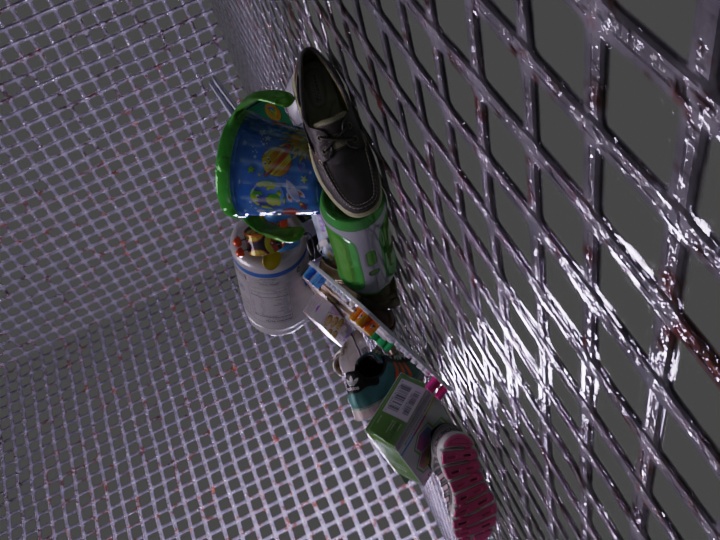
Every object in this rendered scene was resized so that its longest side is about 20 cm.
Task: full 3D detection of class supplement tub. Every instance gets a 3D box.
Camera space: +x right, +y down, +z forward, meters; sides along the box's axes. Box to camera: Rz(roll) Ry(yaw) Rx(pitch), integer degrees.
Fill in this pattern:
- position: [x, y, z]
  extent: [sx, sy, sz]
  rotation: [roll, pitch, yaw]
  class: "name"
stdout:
- position: [-0.150, 0.003, 1.423]
  extent: [0.202, 0.130, 0.133]
  rotation: [87, 160, -53]
  class: "supplement tub"

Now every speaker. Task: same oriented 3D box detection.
- position: [0.000, -0.044, 1.047]
  extent: [0.201, 0.087, 0.089]
  rotation: [76, 169, -63]
  class: "speaker"

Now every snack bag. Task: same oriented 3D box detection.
- position: [-0.171, -0.203, 1.358]
  extent: [0.201, 0.021, 0.189]
  rotation: [56, 177, 23]
  class: "snack bag"

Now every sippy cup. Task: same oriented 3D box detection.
- position: [-0.098, -0.127, 1.035]
  extent: [0.178, 0.128, 0.142]
  rotation: [62, -142, -68]
  class: "sippy cup"

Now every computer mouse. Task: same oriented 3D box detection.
- position: [-0.088, -0.238, 1.308]
  extent: [0.201, 0.043, 0.111]
  rotation: [74, 171, -59]
  class: "computer mouse"

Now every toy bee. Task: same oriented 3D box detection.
- position: [-0.146, -0.064, 1.249]
  extent: [0.200, 0.107, 0.134]
  rotation: [-175, 70, -76]
  class: "toy bee"

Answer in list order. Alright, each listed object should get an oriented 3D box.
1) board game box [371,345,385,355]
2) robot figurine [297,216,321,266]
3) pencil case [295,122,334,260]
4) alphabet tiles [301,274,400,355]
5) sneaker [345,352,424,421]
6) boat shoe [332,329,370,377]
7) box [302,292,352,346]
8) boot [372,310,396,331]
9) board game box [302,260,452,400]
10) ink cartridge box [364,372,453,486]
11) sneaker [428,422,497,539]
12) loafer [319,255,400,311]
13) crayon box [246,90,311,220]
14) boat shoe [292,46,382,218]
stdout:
- position: [0.086, 0.220, 1.429]
  extent: [0.201, 0.023, 0.105]
  rotation: [53, 175, -2]
  class: "board game box"
- position: [-0.113, -0.089, 1.522]
  extent: [0.201, 0.147, 0.126]
  rotation: [66, -167, -49]
  class: "robot figurine"
- position: [-0.045, -0.113, 1.163]
  extent: [0.084, 0.089, 0.202]
  rotation: [-114, 4, -57]
  class: "pencil case"
- position: [-0.015, 0.077, 1.374]
  extent: [0.199, 0.015, 0.196]
  rotation: [39, 171, 19]
  class: "alphabet tiles"
- position: [0.040, 0.157, 1.276]
  extent: [0.199, 0.070, 0.081]
  rotation: [-30, -76, -59]
  class: "sneaker"
- position: [-0.017, 0.152, 1.432]
  extent: [0.200, 0.069, 0.072]
  rotation: [-162, 48, -86]
  class: "boat shoe"
- position: [-0.053, 0.086, 1.408]
  extent: [0.038, 0.042, 0.200]
  rotation: [36, 172, 16]
  class: "box"
- position: [-0.001, -0.007, 1.397]
  extent: [0.187, 0.064, 0.202]
  rotation: [52, 160, 30]
  class: "boot"
- position: [0.020, 0.084, 1.156]
  extent: [0.200, 0.026, 0.200]
  rotation: [44, 176, -32]
  class: "board game box"
- position: [0.087, 0.253, 1.243]
  extent: [0.059, 0.105, 0.201]
  rotation: [20, 154, 35]
  class: "ink cartridge box"
- position: [0.145, 0.307, 1.205]
  extent: [0.088, 0.072, 0.203]
  rotation: [-127, 19, -67]
  class: "sneaker"
- position: [0.000, 0.000, 1.281]
  extent: [0.199, 0.075, 0.069]
  rotation: [29, 121, 51]
  class: "loafer"
- position: [-0.118, -0.190, 1.342]
  extent: [0.202, 0.058, 0.119]
  rotation: [61, 178, -16]
  class: "crayon box"
- position: [-0.033, -0.158, 0.933]
  extent: [0.066, 0.071, 0.204]
  rotation: [65, -175, -77]
  class: "boat shoe"
